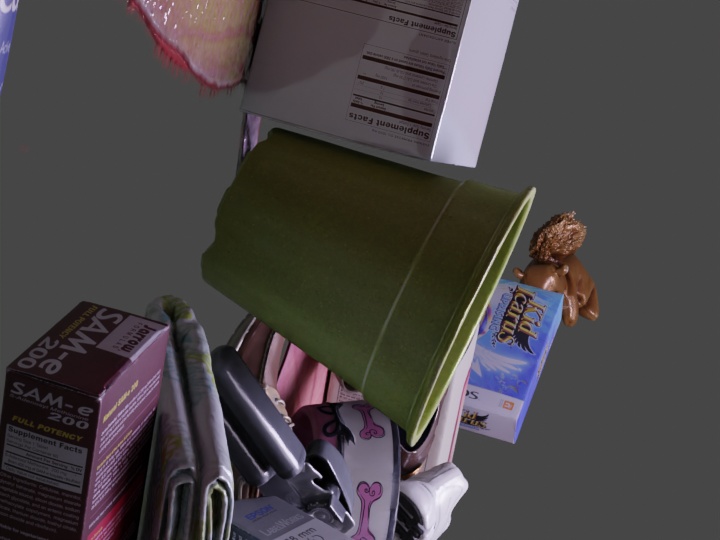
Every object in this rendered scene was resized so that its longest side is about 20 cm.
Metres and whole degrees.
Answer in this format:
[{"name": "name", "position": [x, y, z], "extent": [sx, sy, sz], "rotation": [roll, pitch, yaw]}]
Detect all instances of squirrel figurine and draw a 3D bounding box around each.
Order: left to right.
[{"name": "squirrel figurine", "position": [0.318, -0.001, 3.097], "extent": [0.187, 0.141, 0.201], "rotation": [21, 70, -68]}]

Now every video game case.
[{"name": "video game case", "position": [0.113, 0.083, 2.024], "extent": [0.046, 0.181, 0.200], "rotation": [93, 17, -46]}]

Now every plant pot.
[{"name": "plant pot", "position": [-0.004, -0.007, 1.286], "extent": [0.200, 0.189, 0.201], "rotation": [25, 90, -84]}]

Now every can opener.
[{"name": "can opener", "position": [-0.064, 0.124, 1.348], "extent": [0.200, 0.053, 0.067], "rotation": [58, 30, -30]}]

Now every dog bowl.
[{"name": "dog bowl", "position": [-0.029, 0.207, 1.628], "extent": [0.200, 0.074, 0.201], "rotation": [-170, -90, -75]}]

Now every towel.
[{"name": "towel", "position": [-0.118, 0.138, 1.149], "extent": [0.200, 0.048, 0.172], "rotation": [-111, -150, -58]}]

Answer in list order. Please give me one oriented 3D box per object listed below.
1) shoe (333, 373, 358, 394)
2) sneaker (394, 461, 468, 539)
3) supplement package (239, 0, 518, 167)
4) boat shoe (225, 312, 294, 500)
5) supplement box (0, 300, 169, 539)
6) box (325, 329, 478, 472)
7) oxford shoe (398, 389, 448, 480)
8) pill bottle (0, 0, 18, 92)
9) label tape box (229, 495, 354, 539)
[{"name": "shoe", "position": [0.002, 0.029, 1.686], "extent": [0.053, 0.070, 0.200], "rotation": [-94, -170, -51]}, {"name": "sneaker", "position": [0.041, 0.241, 1.681], "extent": [0.081, 0.075, 0.200], "rotation": [-33, 166, -35]}, {"name": "supplement package", "position": [0.027, -0.191, 1.333], "extent": [0.191, 0.147, 0.201], "rotation": [-7, 112, -77]}, {"name": "boat shoe", "position": [-0.085, 0.124, 1.407], "extent": [0.076, 0.072, 0.201], "rotation": [65, 42, -73]}, {"name": "supplement box", "position": [-0.167, 0.131, 1.053], "extent": [0.109, 0.061, 0.201], "rotation": [-52, 156, -65]}, {"name": "box", "position": [0.035, 0.143, 1.867], "extent": [0.109, 0.127, 0.201], "rotation": [-53, 157, -61]}, {"name": "oxford shoe", "position": [0.057, 0.096, 1.685], "extent": [0.073, 0.071, 0.201], "rotation": [121, -19, -60]}, {"name": "pill bottle", "position": [-0.165, -0.118, 0.606], "extent": [0.111, 0.111, 0.201], "rotation": [-31, 136, -73]}, {"name": "label tape box", "position": [-0.065, 0.245, 1.317], "extent": [0.063, 0.200, 0.145], "rotation": [-21, 129, -51]}]
